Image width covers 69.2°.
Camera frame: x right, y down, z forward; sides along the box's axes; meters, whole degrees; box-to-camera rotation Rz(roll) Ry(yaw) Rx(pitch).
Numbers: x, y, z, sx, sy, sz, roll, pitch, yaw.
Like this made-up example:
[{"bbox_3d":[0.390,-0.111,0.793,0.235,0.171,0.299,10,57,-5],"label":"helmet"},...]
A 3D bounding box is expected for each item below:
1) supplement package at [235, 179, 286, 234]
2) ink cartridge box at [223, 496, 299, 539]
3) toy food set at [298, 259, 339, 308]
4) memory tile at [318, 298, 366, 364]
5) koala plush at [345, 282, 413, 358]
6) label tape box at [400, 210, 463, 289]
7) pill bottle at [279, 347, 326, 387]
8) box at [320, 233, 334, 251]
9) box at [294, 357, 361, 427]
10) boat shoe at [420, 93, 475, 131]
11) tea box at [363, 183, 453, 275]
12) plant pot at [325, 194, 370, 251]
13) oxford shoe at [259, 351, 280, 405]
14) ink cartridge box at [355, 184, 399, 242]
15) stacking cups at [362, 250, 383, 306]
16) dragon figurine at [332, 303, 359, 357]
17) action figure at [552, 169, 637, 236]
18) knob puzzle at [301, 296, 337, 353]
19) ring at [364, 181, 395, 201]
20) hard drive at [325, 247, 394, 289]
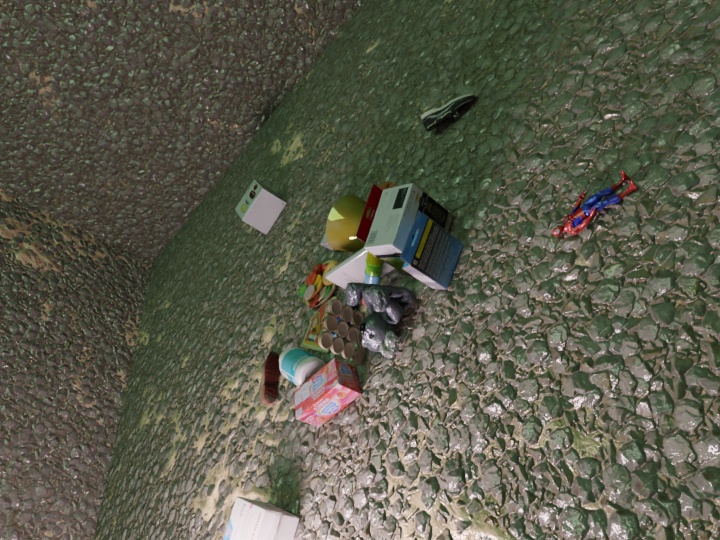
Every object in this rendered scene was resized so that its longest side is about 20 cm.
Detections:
[{"bbox_3d":[-0.503,-0.321,2.612,0.192,0.147,0.200,-56,32,5],"label":"supplement package"},{"bbox_3d":[-0.280,0.746,1.494,0.199,0.125,0.129,-9,58,50],"label":"ink cartridge box"},{"bbox_3d":[-0.149,0.048,1.932,0.200,0.048,0.199,15,76,58],"label":"toy food set"},{"bbox_3d":[-0.041,0.182,1.548,0.017,0.200,0.154,-3,63,42],"label":"memory tile"},{"bbox_3d":[0.061,0.144,1.511,0.177,0.183,0.202,6,91,54],"label":"koala plush"},{"bbox_3d":[0.180,-0.054,1.434,0.063,0.199,0.145,4,67,53],"label":"label tape box"},{"bbox_3d":[-0.199,0.322,1.732,0.199,0.110,0.111,14,76,56],"label":"pill bottle"},{"bbox_3d":[-0.072,-0.178,1.984,0.116,0.060,0.201,-6,59,63],"label":"box"},{"bbox_3d":[-0.103,0.371,1.579,0.200,0.094,0.103,-43,36,23],"label":"box"},{"bbox_3d":[0.303,-0.539,1.779,0.199,0.074,0.061,-19,90,25],"label":"boat shoe"},{"bbox_3d":[0.144,-0.114,1.532,0.133,0.196,0.201,-3,62,52],"label":"tea box"},{"bbox_3d":[-0.002,-0.146,1.791,0.141,0.200,0.201,23,83,31],"label":"plant pot"},{"bbox_3d":[-0.341,0.394,1.907,0.075,0.070,0.201,-34,39,42],"label":"oxford shoe"},{"bbox_3d":[0.097,-0.156,1.649,0.084,0.175,0.201,-8,59,51],"label":"ink cartridge box"},{"bbox_3d":[0.033,0.024,1.618,0.061,0.060,0.201,-119,34,-53],"label":"stacking cups"},{"bbox_3d":[-0.046,0.176,1.688,0.099,0.059,0.201,-35,39,34],"label":"dragon figurine"},{"bbox_3d":[0.523,-0.144,1.189,0.200,0.051,0.066,-44,40,27],"label":"action figure"},{"bbox_3d":[-0.131,0.181,1.825,0.219,0.030,0.221,-34,40,34],"label":"knob puzzle"},{"bbox_3d":[0.060,-0.239,1.909,0.200,0.019,0.202,-34,40,35],"label":"ring"},{"bbox_3d":[0.000,0.000,1.696,0.199,0.131,0.027,-32,42,36],"label":"hard drive"}]
